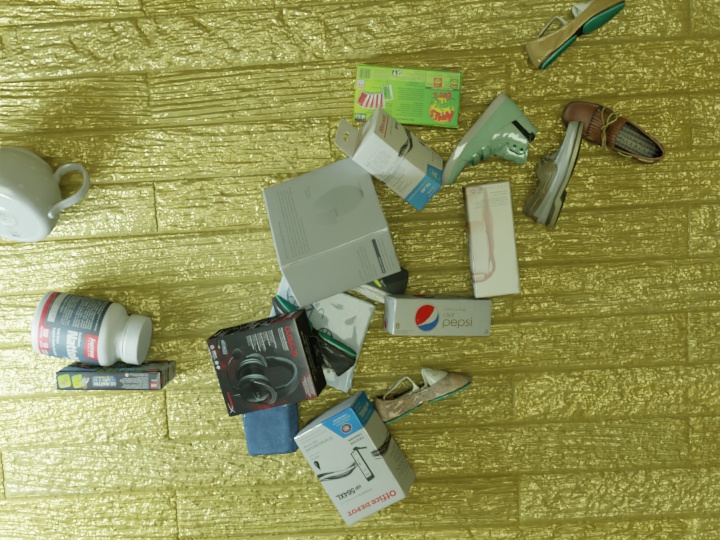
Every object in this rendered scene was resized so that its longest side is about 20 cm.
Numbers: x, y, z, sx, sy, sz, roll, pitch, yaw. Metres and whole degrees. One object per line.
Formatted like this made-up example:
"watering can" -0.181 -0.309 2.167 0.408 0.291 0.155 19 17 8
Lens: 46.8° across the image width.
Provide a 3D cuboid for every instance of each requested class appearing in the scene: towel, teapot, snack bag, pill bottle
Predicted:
"towel" -0.174 0.250 1.594 0.109 0.049 0.205 -2 100 9
"teapot" -0.629 -0.158 1.533 0.199 0.196 0.148 33 55 -30
"snack bag" -0.083 0.116 1.605 0.196 0.021 0.192 18 96 0
"pill bottle" -0.501 0.114 1.566 0.196 0.120 0.122 10 96 1

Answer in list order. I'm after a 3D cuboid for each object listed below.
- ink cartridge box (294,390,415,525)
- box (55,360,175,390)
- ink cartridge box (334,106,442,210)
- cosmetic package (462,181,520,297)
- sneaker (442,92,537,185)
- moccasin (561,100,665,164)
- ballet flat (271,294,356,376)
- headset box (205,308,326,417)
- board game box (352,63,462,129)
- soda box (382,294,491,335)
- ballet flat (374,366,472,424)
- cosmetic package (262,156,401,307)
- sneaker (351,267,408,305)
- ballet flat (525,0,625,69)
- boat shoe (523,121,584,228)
"ink cartridge box" -0.009 0.356 1.578 0.145 0.084 0.202 -31 93 21
"box" -0.461 0.198 1.579 0.195 0.110 0.036 0 95 1
"ink cartridge box" 0.054 -0.213 1.495 0.199 0.117 0.068 35 120 -17
"cosmetic package" 0.241 -0.059 1.540 0.085 0.103 0.205 -7 94 4
"sneaker" 0.241 -0.214 1.535 0.118 0.074 0.201 40 93 4
"moccasin" 0.463 -0.251 1.526 0.199 0.078 0.074 32 98 0
"ballet flat" -0.099 0.130 1.564 0.199 0.073 0.074 37 95 -4
"headset box" -0.160 0.165 1.508 0.196 0.077 0.152 -13 99 15
"board game box" 0.087 -0.322 1.546 0.195 0.048 0.104 4 96 2
"soda box" 0.142 0.082 1.545 0.196 0.064 0.070 2 95 -19
"ballet flat" 0.115 0.226 1.588 0.197 0.068 0.068 -25 92 3
"cosmetic package" -0.053 -0.073 1.485 0.196 0.202 0.124 -18 140 1
"sneaker" 0.000 0.000 1.574 0.197 0.074 0.086 23 89 -10
"ballet flat" 0.388 -0.450 1.519 0.199 0.069 0.064 -36 80 3
"boat shoe" 0.353 -0.180 1.522 0.067 0.075 0.204 20 113 15
